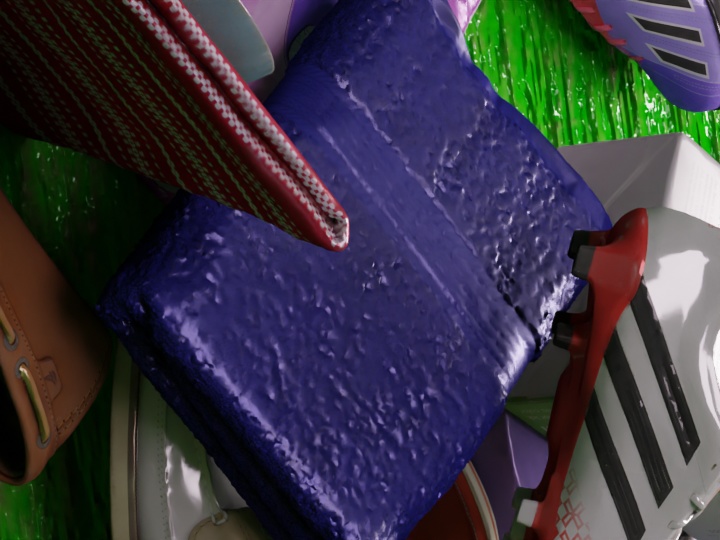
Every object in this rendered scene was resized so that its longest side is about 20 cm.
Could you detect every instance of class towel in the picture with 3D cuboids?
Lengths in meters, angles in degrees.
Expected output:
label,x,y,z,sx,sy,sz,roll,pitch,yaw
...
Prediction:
label,x,y,z,sx,sy,sz,roll,pitch,yaw
towel,-0.097,-0.074,0.849,0.023,0.200,0.145,-49,126,-14
towel,0.000,0.000,0.948,0.148,0.049,0.200,51,50,-17

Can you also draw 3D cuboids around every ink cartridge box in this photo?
label,x,y,z,sx,sy,sz,roll,pitch,yaw
ink cartridge box,0.149,0.042,1.090,0.200,0.067,0.118,36,59,-40

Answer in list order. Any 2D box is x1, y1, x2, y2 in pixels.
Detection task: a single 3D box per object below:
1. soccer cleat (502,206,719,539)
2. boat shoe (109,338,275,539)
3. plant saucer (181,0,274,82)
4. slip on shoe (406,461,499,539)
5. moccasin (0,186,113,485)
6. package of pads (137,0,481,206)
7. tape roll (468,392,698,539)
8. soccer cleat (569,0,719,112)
label,x,y,z,sx,sy,sz,roll,pitch,yaw
soccer cleat,0.100,0.076,0.958,0.069,0.085,0.201,-71,173,-76
boat shoe,-0.052,0.109,0.954,0.075,0.068,0.202,-70,156,-81
plant saucer,-0.107,-0.127,0.863,0.027,0.200,0.200,-46,125,-6
slip on shoe,0.014,0.130,1.014,0.061,0.074,0.201,26,46,-47
moccasin,-0.159,-0.009,0.864,0.202,0.073,0.078,59,38,-37
package of pads,-0.019,-0.104,1.032,0.121,0.075,0.201,49,51,-33
tape roll,0.089,0.054,1.134,0.199,0.085,0.202,8,80,-50
soccer cleat,0.108,-0.142,1.207,0.073,0.068,0.201,-41,123,-17
